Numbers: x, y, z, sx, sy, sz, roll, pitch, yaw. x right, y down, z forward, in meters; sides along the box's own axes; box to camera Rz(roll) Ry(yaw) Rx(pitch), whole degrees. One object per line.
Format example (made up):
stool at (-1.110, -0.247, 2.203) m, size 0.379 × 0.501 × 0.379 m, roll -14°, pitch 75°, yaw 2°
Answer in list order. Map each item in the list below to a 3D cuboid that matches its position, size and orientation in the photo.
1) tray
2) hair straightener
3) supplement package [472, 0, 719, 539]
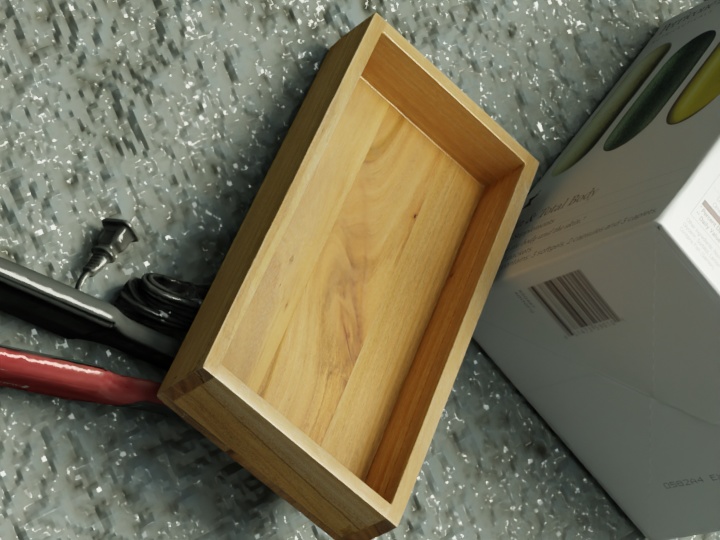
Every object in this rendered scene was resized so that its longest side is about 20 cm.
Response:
tray at (0.000, 0.000, 0.845) m, size 0.098 × 0.037 × 0.201 m, roll 40°, pitch 49°, yaw -19°
hair straightener at (-0.082, 0.016, 0.808) m, size 0.198 × 0.041 × 0.078 m, roll 14°, pitch 71°, yaw -30°
supplement package at (0.173, -0.014, 0.912) m, size 0.151 × 0.151 × 0.200 m, roll 48°, pitch 58°, yaw -13°
